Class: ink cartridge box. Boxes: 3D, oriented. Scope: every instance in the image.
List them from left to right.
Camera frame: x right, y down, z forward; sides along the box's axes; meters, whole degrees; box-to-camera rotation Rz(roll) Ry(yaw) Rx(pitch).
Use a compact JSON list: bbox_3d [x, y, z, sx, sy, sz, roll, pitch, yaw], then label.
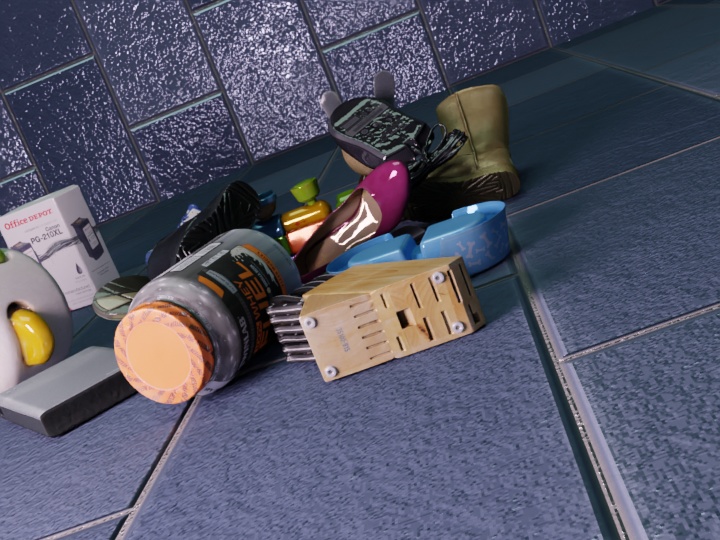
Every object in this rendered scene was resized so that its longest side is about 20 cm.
[{"bbox_3d":[-0.536,-0.032,1.807,0.144,0.201,0.084,-16,13,24],"label":"ink cartridge box"}]

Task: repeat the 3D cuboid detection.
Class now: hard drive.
[{"bbox_3d":[-0.320,0.132,1.136,0.139,0.033,0.200,-29,15,-30],"label":"hard drive"}]

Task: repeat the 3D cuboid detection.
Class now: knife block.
[{"bbox_3d":[0.008,0.030,0.928,0.199,0.064,0.176,-20,13,10],"label":"knife block"}]

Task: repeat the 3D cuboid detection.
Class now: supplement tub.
[{"bbox_3d":[-0.148,0.044,1.003,0.122,0.123,0.200,-16,15,26],"label":"supplement tub"}]

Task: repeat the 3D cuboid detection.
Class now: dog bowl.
[{"bbox_3d":[0.064,-0.014,1.054,0.199,0.050,0.112,-19,13,16],"label":"dog bowl"}]

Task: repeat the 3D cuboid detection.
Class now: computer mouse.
[{"bbox_3d":[0.034,-0.159,1.311,0.138,0.053,0.200,-38,48,-15],"label":"computer mouse"}]

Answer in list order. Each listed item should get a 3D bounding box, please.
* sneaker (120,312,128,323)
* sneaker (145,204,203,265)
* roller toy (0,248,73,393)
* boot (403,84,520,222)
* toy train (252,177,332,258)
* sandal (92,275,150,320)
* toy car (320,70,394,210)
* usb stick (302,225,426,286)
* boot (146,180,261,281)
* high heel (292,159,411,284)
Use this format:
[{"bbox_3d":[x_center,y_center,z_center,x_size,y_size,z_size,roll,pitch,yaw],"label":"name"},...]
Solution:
[{"bbox_3d":[-0.198,0.061,1.131,0.091,0.078,0.199,-23,-6,36],"label":"sneaker"},{"bbox_3d":[-0.313,-0.075,1.869,0.199,0.089,0.075,-27,15,-13],"label":"sneaker"},{"bbox_3d":[-0.476,0.077,1.299,0.183,0.200,0.140,-56,-9,34],"label":"roller toy"},{"bbox_3d":[0.121,-0.158,1.346,0.174,0.066,0.201,-9,43,5],"label":"boot"},{"bbox_3d":[-0.051,-0.072,1.338,0.199,0.116,0.085,-19,13,13],"label":"toy train"},{"bbox_3d":[-0.273,0.044,1.380,0.080,0.058,0.200,34,27,30],"label":"sandal"},{"bbox_3d":[0.022,-0.172,1.436,0.163,0.201,0.158,-21,13,4],"label":"toy car"},{"bbox_3d":[0.000,0.000,1.145,0.199,0.033,0.055,-31,22,-34],"label":"usb stick"},{"bbox_3d":[-0.217,-0.011,1.291,0.168,0.076,0.201,-35,22,40],"label":"boot"},{"bbox_3d":[-0.015,-0.050,1.183,0.096,0.067,0.200,-24,-24,-44],"label":"high heel"}]
